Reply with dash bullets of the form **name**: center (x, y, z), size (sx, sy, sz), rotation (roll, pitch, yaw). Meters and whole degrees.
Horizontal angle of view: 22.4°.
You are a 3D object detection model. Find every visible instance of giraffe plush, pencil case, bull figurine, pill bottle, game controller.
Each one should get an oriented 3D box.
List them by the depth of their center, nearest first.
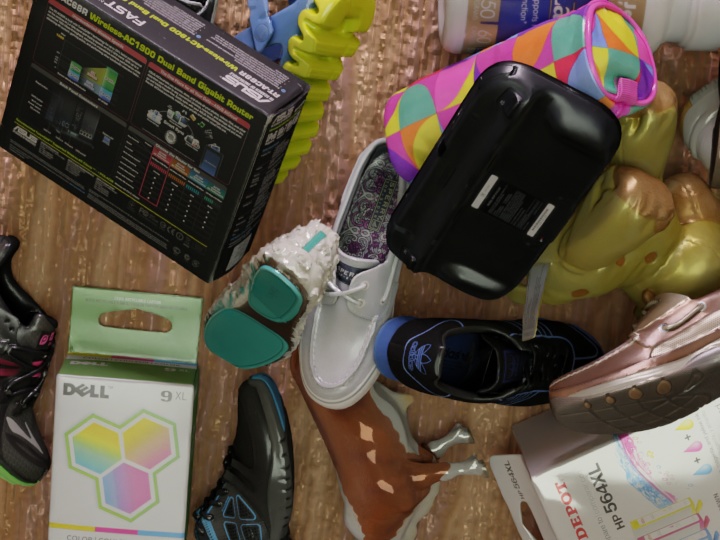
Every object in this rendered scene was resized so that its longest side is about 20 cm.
- **game controller**: center (0.094, -0.056, 1.230), size (0.104, 0.042, 0.200), rotation (20, 137, -12)
- **pencil case**: center (0.106, -0.113, 1.252), size (0.199, 0.088, 0.089), rotation (-24, 104, 41)
- **pill bottle**: center (0.157, -0.207, 1.284), size (0.198, 0.116, 0.117), rotation (2, 102, -1)
- **giraffe plush**: center (0.206, -0.027, 1.315), size (0.161, 0.172, 0.201), rotation (17, 90, -26)
- **bull figurine**: center (0.022, 0.131, 1.377), size (0.121, 0.065, 0.201), rotation (-24, 102, 1)

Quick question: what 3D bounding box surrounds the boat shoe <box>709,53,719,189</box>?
- **boat shoe**: center (0.285, -0.140, 1.263), size (0.067, 0.072, 0.201), rotation (8, 67, 7)

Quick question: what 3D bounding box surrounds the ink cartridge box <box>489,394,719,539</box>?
- **ink cartridge box**: center (0.209, 0.160, 1.356), size (0.199, 0.125, 0.129), rotation (-24, 101, 3)

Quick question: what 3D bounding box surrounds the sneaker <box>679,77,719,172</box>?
- **sneaker**: center (0.332, -0.127, 1.310), size (0.200, 0.076, 0.088), rotation (-37, 56, 13)

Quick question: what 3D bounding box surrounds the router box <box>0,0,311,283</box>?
- **router box**: center (-0.148, -0.109, 1.268), size (0.199, 0.062, 0.150), rotation (33, 127, 12)

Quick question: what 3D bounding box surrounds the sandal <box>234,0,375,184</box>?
- **sandal**: center (-0.067, -0.140, 1.323), size (0.087, 0.079, 0.201), rotation (38, 107, 26)

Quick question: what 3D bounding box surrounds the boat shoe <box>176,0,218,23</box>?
- **boat shoe**: center (-0.133, -0.186, 1.305), size (0.073, 0.068, 0.201), rotation (22, 101, -5)

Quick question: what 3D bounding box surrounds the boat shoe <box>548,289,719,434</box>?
- **boat shoe**: center (0.222, 0.055, 1.268), size (0.199, 0.076, 0.072), rotation (-18, 57, -4)

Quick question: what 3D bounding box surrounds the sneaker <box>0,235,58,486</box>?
- **sneaker**: center (-0.263, 0.066, 1.352), size (0.083, 0.077, 0.202), rotation (-12, 103, 5)

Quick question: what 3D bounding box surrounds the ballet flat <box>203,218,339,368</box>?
- **ballet flat**: center (-0.057, 0.017, 1.310), size (0.071, 0.200, 0.072), rotation (6, 70, -18)

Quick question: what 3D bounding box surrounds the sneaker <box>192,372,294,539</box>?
- **sneaker**: center (-0.089, 0.177, 1.380), size (0.081, 0.073, 0.202), rotation (0, 101, 0)

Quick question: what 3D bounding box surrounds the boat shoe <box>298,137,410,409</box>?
- **boat shoe**: center (0.000, 0.000, 1.318), size (0.072, 0.069, 0.201), rotation (21, 84, 17)

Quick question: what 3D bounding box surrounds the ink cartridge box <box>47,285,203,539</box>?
- **ink cartridge box**: center (-0.177, 0.120, 1.372), size (0.103, 0.059, 0.202), rotation (5, 102, -2)

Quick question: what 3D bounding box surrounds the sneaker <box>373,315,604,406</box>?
- **sneaker**: center (0.109, 0.070, 1.323), size (0.199, 0.078, 0.071), rotation (3, 96, -31)
